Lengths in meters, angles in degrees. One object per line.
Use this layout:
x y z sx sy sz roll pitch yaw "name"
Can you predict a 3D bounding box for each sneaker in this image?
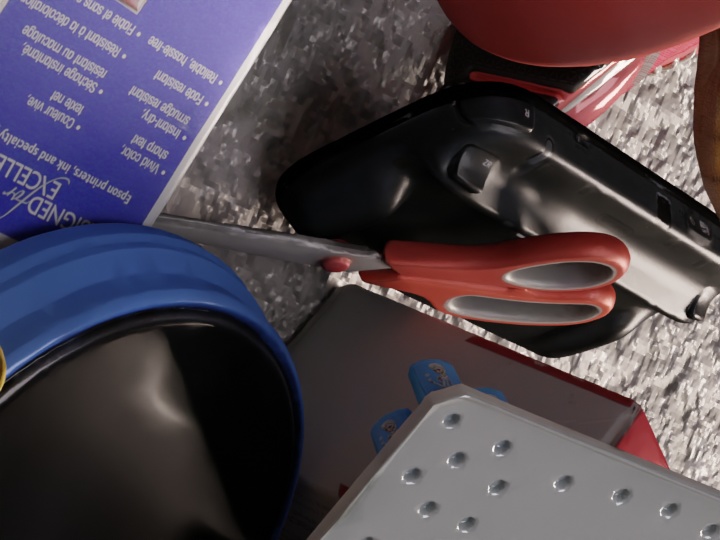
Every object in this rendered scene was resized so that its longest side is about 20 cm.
0.112 -0.101 0.901 0.200 0.074 0.087 -49 139 -21 "sneaker"

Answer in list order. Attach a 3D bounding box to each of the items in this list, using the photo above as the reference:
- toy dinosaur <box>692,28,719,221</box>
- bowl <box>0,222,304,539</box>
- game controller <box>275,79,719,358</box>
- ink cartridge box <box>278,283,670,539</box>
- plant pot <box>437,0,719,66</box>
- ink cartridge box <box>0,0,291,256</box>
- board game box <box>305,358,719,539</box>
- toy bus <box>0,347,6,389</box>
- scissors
0.131 -0.089 0.809 0.060 0.106 0.200 -66 179 -67 "toy dinosaur"
-0.097 0.082 0.745 0.200 0.039 0.201 -31 139 -31 "bowl"
0.059 -0.014 0.867 0.200 0.104 0.042 27 55 -50 "game controller"
0.054 0.116 0.874 0.083 0.147 0.200 -48 135 -22 "ink cartridge box"
0.066 -0.194 0.731 0.201 0.200 0.177 -53 129 -18 "plant pot"
-0.112 -0.081 0.677 0.198 0.047 0.200 28 96 -51 "ink cartridge box"
0.039 0.130 0.756 0.200 0.026 0.200 23 116 -34 "board game box"
-0.209 0.061 0.566 0.200 0.136 0.192 -31 165 -42 "toy bus"
0.000 0.000 0.821 0.200 0.073 0.014 2 71 -15 "scissors"
